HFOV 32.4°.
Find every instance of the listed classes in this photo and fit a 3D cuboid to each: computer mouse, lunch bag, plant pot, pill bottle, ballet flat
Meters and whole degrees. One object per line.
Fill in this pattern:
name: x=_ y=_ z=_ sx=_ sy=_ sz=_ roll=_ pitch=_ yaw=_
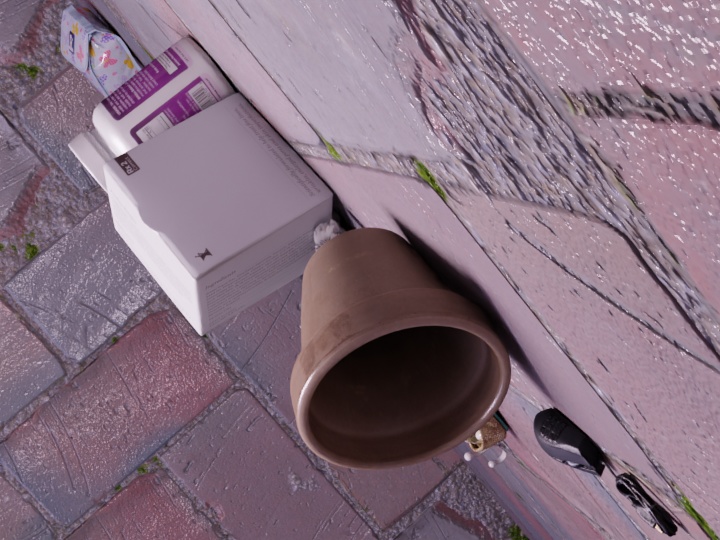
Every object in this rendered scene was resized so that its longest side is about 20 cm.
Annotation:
computer mouse: x=0.214 y=0.185 z=1.118 sx=0.059 sy=0.034 sz=0.200 roll=53 pitch=174 yaw=-31
lunch bag: x=-0.600 y=-0.497 z=2.822 sx=0.170 sy=0.127 sz=0.200 roll=42 pitch=166 yaw=43
plant pot: x=0.017 y=0.057 z=1.145 sx=0.200 sy=0.200 sz=0.175 roll=54 pitch=-170 yaw=-46
pill bottle: x=-0.257 y=-0.186 z=1.529 sx=0.112 sy=0.200 sz=0.112 roll=51 pitch=175 yaw=6
ballet flat: x=0.137 y=0.183 z=1.659 sx=0.200 sy=0.065 sz=0.071 roll=53 pitch=174 yaw=-39

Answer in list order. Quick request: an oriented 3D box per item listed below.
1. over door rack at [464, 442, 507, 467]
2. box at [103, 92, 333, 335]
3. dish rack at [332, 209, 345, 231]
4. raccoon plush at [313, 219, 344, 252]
over door rack: x=0.141 y=0.221 z=1.948 sx=0.148 sy=0.067 sz=0.200 roll=44 pitch=173 yaw=42
box: x=-0.167 y=-0.069 z=1.475 sx=0.199 sy=0.200 sz=0.131 roll=48 pitch=157 yaw=24
dish rack: x=0.000 y=0.000 z=1.608 sx=0.172 sy=0.044 sz=0.200 roll=48 pitch=176 yaw=24
raccoon plush: x=0.035 y=0.032 z=1.445 sx=0.134 sy=0.097 sz=0.200 roll=36 pitch=-150 yaw=-62
